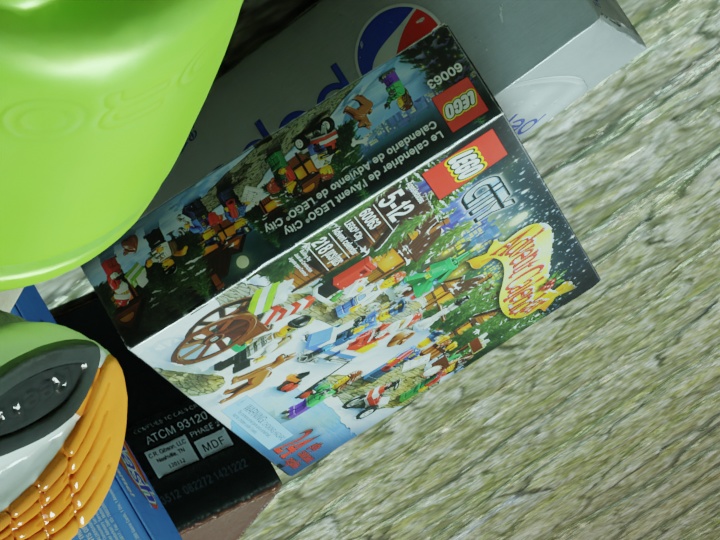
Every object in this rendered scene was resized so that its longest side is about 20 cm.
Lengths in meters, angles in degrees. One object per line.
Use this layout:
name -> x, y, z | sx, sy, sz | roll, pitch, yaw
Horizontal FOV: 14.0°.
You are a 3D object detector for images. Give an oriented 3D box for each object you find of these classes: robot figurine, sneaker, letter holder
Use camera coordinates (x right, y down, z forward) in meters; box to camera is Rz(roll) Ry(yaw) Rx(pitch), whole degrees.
robot figurine -> -0.090, -0.068, 0.718 | 0.175, 0.116, 0.200 | -33, 166, -27
sneaker -> -0.162, 0.062, 0.754 | 0.200, 0.092, 0.076 | -24, 125, -33
letter holder -> -0.154, 0.106, 1.152 | 0.200, 0.101, 0.142 | -24, 164, -27

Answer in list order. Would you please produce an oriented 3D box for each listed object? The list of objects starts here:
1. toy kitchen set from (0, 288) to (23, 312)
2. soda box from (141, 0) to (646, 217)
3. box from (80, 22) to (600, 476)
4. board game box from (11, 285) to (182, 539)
toy kitchen set -> -0.207, 0.066, 0.849 | 0.163, 0.200, 0.180 | 19, 143, -14
soda box -> -0.004, -0.050, 1.021 | 0.200, 0.068, 0.063 | -36, 164, 14
box -> 0.000, 0.000, 0.986 | 0.137, 0.038, 0.200 | -32, 160, 4
board game box -> -0.172, 0.104, 1.015 | 0.200, 0.152, 0.045 | -33, 165, 5
